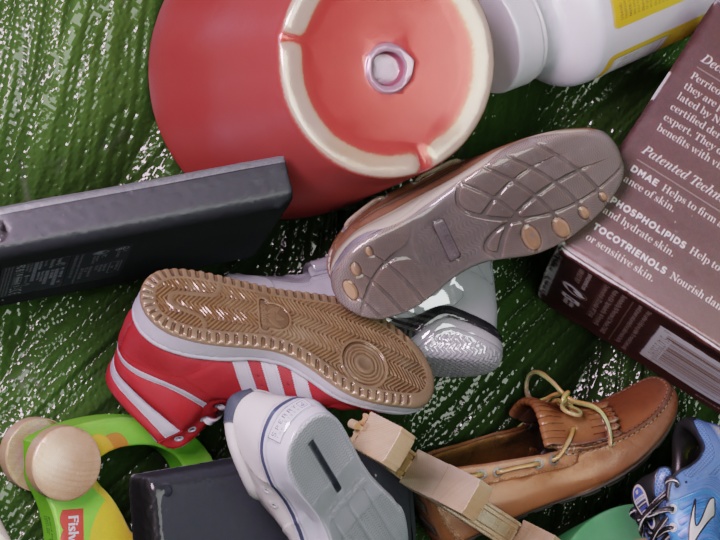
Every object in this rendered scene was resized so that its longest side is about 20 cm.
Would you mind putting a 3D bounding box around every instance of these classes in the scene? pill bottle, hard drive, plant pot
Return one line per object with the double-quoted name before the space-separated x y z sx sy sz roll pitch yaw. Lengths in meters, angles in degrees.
"pill bottle" 0.155 -0.188 1.561 0.200 0.112 0.112 -25 101 -30
"hard drive" -0.149 -0.020 1.437 0.199 0.140 0.033 -11 78 -15
"hard drive" -0.052 0.187 1.510 0.199 0.033 0.140 -7 95 -37
"plant pot" -0.015 -0.128 1.477 0.200 0.177 0.201 -1 94 -22

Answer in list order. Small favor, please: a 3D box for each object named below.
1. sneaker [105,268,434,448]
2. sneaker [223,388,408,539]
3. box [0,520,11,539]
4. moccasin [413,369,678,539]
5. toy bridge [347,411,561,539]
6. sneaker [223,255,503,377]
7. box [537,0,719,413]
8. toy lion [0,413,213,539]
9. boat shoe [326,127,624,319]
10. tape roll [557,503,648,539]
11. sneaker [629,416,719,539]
"sneaker" -0.061 0.068 1.476 0.199 0.113 0.071 17 47 -18
"sneaker" -0.027 0.140 1.457 0.073 0.071 0.200 -43 136 -23
"box" -0.296 0.101 1.433 0.082 0.068 0.201 -29 102 -19
"moccasin" 0.125 0.115 1.605 0.201 0.074 0.078 -20 110 -10
"toy bridge" 0.052 0.137 1.507 0.200 0.067 0.027 38 80 -42
"sneaker" 0.000 0.000 1.548 0.199 0.075 0.115 10 72 -7
"box" 0.241 -0.035 1.566 0.164 0.166 0.200 32 79 6
"toy lion" -0.131 0.191 1.513 0.191 0.069 0.201 -2 93 -29
"boat shoe" 0.067 -0.041 1.473 0.199 0.072 0.076 -23 115 -5
"tape roll" 0.198 0.261 1.604 0.200 0.048 0.201 16 58 -27
"sneaker" 0.212 0.183 1.577 0.089 0.079 0.200 31 50 -10
